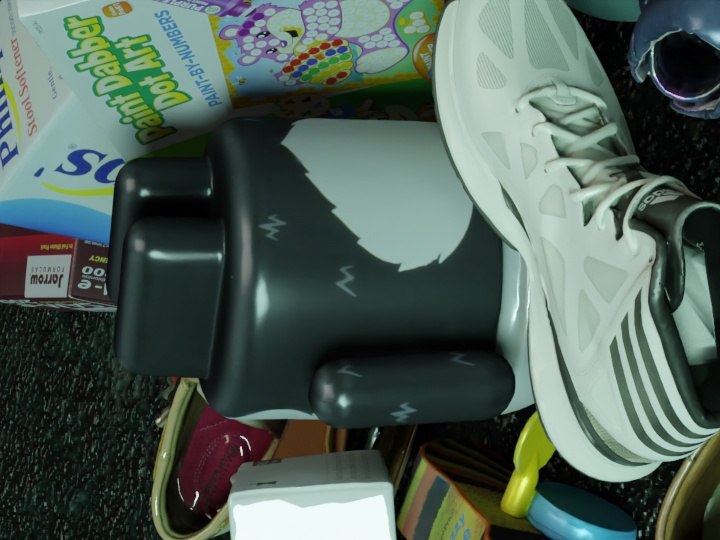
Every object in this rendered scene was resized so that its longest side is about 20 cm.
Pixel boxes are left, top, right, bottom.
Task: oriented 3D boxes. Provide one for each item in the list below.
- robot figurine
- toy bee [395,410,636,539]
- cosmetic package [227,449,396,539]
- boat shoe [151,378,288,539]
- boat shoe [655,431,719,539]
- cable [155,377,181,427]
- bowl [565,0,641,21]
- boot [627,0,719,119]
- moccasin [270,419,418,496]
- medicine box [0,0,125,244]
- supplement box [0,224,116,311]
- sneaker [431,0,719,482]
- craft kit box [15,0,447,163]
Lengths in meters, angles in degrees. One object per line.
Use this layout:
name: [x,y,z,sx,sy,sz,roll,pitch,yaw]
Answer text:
robot figurine: [0.000,-0.002,0.720,0.125,0.200,0.151,132,137,-70]
toy bee: [0.067,0.116,0.721,0.200,0.109,0.131,1,80,52]
cosmetic package: [-0.011,0.184,0.763,0.102,0.074,0.200,-125,31,-87]
boat shoe: [-0.052,0.057,0.887,0.074,0.066,0.200,25,116,13]
boat shoe: [0.174,0.042,0.629,0.076,0.074,0.200,49,119,45]
cable: [-0.047,0.028,0.953,0.200,0.050,0.097,-42,52,24]
bowl: [0.099,-0.217,0.766,0.201,0.105,0.201,-17,69,50]
boot: [0.124,-0.097,0.652,0.090,0.073,0.200,-56,-3,-8]
moccasin: [0.013,0.042,0.837,0.078,0.074,0.202,31,103,41]
medicine box: [-0.077,-0.105,0.896,0.200,0.182,0.103,-45,48,36]
supplement box: [-0.172,-0.076,1.110,0.109,0.061,0.200,-2,80,51]
sneaker: [0.095,-0.032,0.630,0.115,0.076,0.201,-37,67,63]
craft kit box: [-0.021,-0.103,0.749,0.197,0.200,0.049,-13,68,7]
